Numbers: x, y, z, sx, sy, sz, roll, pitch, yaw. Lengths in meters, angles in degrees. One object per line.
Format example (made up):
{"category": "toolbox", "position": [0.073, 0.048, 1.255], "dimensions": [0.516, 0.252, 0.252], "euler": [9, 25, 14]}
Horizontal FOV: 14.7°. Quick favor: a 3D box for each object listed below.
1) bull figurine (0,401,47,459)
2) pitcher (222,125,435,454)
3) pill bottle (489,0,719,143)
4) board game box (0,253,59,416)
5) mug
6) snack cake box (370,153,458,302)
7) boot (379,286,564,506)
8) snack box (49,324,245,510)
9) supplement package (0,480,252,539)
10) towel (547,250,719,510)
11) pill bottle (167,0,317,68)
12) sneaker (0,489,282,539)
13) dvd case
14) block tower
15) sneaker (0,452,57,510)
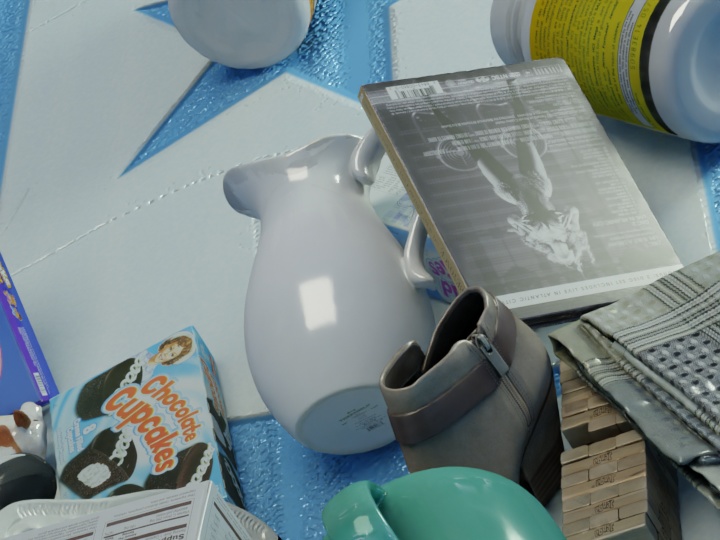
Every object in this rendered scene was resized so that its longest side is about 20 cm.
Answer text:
{"category": "bull figurine", "position": [-0.303, 0.149, 1.901], "dimensions": [0.121, 0.065, 0.200], "euler": [27, 66, 31]}
{"category": "pitcher", "position": [0.000, 0.000, 1.773], "dimensions": [0.171, 0.121, 0.201], "euler": [-32, 51, 27]}
{"category": "pill bottle", "position": [0.181, -0.157, 1.880], "dimensions": [0.112, 0.113, 0.200], "euler": [-45, 35, -19]}
{"category": "board game box", "position": [-0.314, 0.027, 1.981], "dimensions": [0.134, 0.201, 0.045], "euler": [-24, -5, 11]}
{"category": "mug", "position": [0.045, 0.168, 1.483], "dimensions": [0.151, 0.186, 0.115], "euler": [-12, 39, -18]}
{"category": "snack cake box", "position": [0.074, -0.042, 1.859], "dimensions": [0.115, 0.067, 0.200], "euler": [-44, 35, -21]}
{"category": "boot", "position": [0.051, 0.115, 1.597], "dimensions": [0.070, 0.147, 0.200], "euler": [1, 45, 38]}
{"category": "snack box", "position": [-0.142, 0.127, 1.842], "dimensions": [0.116, 0.037, 0.200], "euler": [-27, 33, 6]}
{"category": "supplement package", "position": [-0.143, 0.232, 1.592], "dimensions": [0.199, 0.156, 0.111], "euler": [-17, 37, 22]}
{"category": "towel", "position": [0.232, 0.041, 1.590], "dimensions": [0.199, 0.035, 0.193], "euler": [-27, 40, -17]}
{"category": "pill bottle", "position": [-0.078, -0.263, 2.232], "dimensions": [0.116, 0.117, 0.201], "euler": [-14, 36, 26]}
{"category": "sneaker", "position": [-0.155, 0.202, 1.718], "dimensions": [0.199, 0.147, 0.081], "euler": [5, 55, -20]}
{"category": "dvd case", "position": [0.102, -0.049, 1.733], "dimensions": [0.148, 0.016, 0.201], "euler": [-9, 53, -25]}
{"category": "block tower", "position": [0.149, 0.108, 1.610], "dimensions": [0.058, 0.054, 0.201], "euler": [-19, 35, 20]}
{"category": "sneaker", "position": [-0.253, 0.210, 1.805], "dimensions": [0.084, 0.075, 0.200], "euler": [21, 68, 44]}
